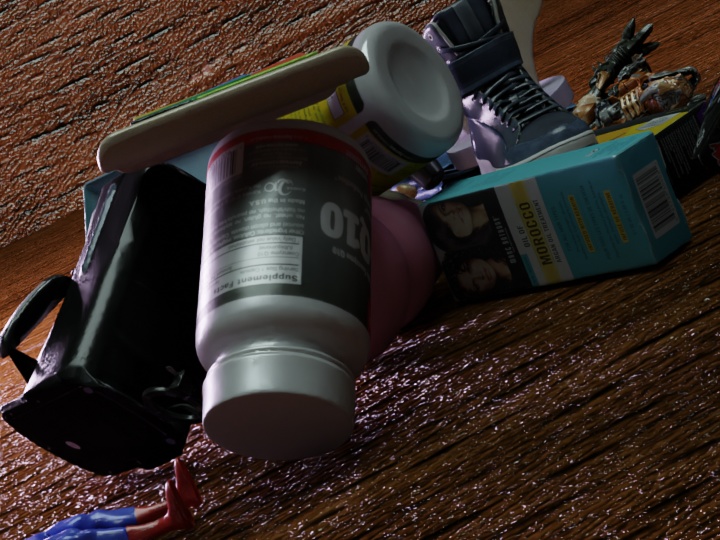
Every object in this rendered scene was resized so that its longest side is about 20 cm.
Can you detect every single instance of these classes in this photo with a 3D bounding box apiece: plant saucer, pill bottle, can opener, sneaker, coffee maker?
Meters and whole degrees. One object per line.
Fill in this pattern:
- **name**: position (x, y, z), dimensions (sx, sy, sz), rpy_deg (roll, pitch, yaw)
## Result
- **plant saucer**: position (-0.148, -0.067, 1.350), dimensions (0.199, 0.071, 0.019), rpy_deg (-21, -24, 34)
- **pill bottle**: position (-0.049, 0.013, 1.102), dimensions (0.113, 0.114, 0.202), rpy_deg (-19, 54, 29)
- **can opener**: position (0.028, -0.097, 1.560), dimensions (0.063, 0.079, 0.200), rpy_deg (-34, 2, -4)
- **pill bottle**: position (-0.023, -0.101, 1.337), dimensions (0.199, 0.113, 0.112), rpy_deg (-31, 6, 36)
- **sneaker**: position (0.111, -0.145, 1.325), dimensions (0.076, 0.147, 0.202), rpy_deg (-23, 10, -11)
- **coffee maker**: position (-0.150, 0.034, 1.250), dimensions (0.190, 0.135, 0.201), rpy_deg (-3, 54, 30)

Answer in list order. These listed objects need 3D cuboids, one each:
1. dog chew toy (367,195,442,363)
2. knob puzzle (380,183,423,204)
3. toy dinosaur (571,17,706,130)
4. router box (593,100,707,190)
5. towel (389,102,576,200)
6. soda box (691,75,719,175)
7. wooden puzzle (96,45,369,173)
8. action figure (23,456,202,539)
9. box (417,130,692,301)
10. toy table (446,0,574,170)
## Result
- **dog chew toy**: position (0.000, 0.000, 1.279), dimensions (0.124, 0.126, 0.200), rpy_deg (-18, 5, 32)
- **knob puzzle**: position (-0.010, -0.068, 1.499), dimensions (0.217, 0.031, 0.220), rpy_deg (11, -6, 1)
- **toy dinosaur**: position (0.223, -0.143, 1.485), dimensions (0.199, 0.103, 0.136), rpy_deg (2, 37, 44)
- **router box**: position (0.171, -0.068, 1.354), dimensions (0.149, 0.051, 0.199), rpy_deg (-32, 12, -31)
- **towel**: position (0.120, -0.109, 1.670), dimensions (0.199, 0.049, 0.111), rpy_deg (-33, 13, -32)
- **soda box**: position (0.289, -0.115, 1.220), dimensions (0.064, 0.070, 0.200), rpy_deg (-63, -4, 23)
- **wooden puzzle**: position (-0.092, -0.113, 1.155), dimensions (0.183, 0.038, 0.200), rpy_deg (-22, 4, -5)
- **action figure**: position (-0.212, 0.156, 1.085), dimensions (0.199, 0.100, 0.065), rpy_deg (-27, 10, 8)
- **box**: position (0.135, -0.036, 1.213), dimensions (0.049, 0.083, 0.199), rpy_deg (-31, 12, -40)
- **toy table**: position (0.112, -0.176, 1.528), dimensions (0.183, 0.118, 0.200), rpy_deg (-33, 7, -4)
